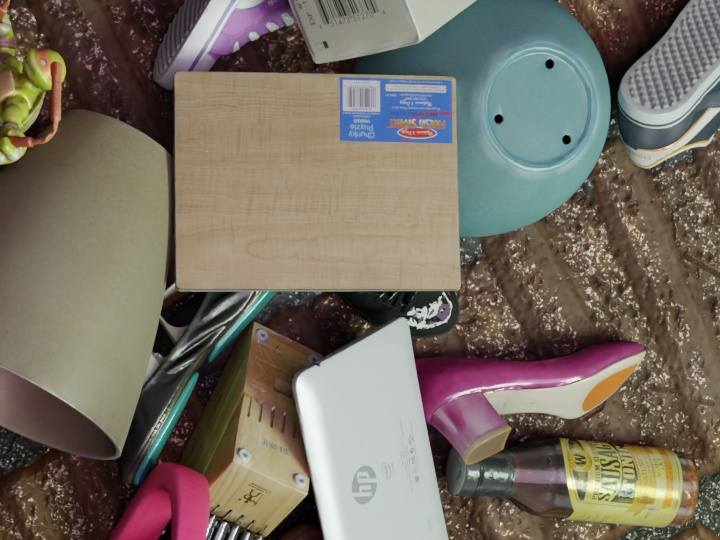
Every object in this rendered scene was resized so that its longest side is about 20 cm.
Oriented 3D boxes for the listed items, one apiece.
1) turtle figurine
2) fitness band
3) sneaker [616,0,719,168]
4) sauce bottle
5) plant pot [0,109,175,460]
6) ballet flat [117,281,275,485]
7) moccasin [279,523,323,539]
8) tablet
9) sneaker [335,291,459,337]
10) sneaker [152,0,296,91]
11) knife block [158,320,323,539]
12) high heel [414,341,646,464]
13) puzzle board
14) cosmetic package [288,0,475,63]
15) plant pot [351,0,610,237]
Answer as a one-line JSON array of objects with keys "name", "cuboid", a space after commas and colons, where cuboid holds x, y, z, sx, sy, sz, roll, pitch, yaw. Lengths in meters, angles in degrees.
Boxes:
[{"name": "turtle figurine", "cuboid": [-0.258, -0.110, 1.368, 0.161, 0.201, 0.064, -33, 132, 11]}, {"name": "fitness band", "cuboid": [-0.161, 0.224, 1.400, 0.037, 0.144, 0.200, 23, 122, -17]}, {"name": "sneaker", "cuboid": [0.268, -0.157, 1.570, 0.200, 0.078, 0.080, -38, 150, -26]}, {"name": "sauce bottle", "cuboid": [0.165, 0.164, 1.566, 0.199, 0.066, 0.067, 5, 93, -21]}, {"name": "plant pot", "cuboid": [-0.205, -0.001, 1.377, 0.187, 0.187, 0.201, 32, 70, -19]}, {"name": "ballet flat", "cuboid": [-0.133, 0.059, 1.457, 0.068, 0.068, 0.200, 34, 73, 3]}, {"name": "moccasin", "cuboid": [0.005, 0.274, 1.513, 0.073, 0.078, 0.202, -35, 105, -17]}, {"name": "tablet", "cuboid": [0.011, 0.147, 1.467, 0.130, 0.014, 0.201, -27, 111, -45]}, {"name": "sneaker", "cuboid": [0.002, -0.003, 1.473, 0.199, 0.104, 0.060, 31, 85, -19]}, {"name": "sneaker", "cuboid": [-0.057, -0.190, 1.455, 0.114, 0.073, 0.201, 40, 82, -21]}, {"name": "knife block", "cuboid": [-0.104, 0.161, 1.484, 0.064, 0.176, 0.201, 27, 41, -20]}, {"name": "high heel", "cuboid": [0.127, 0.076, 1.561, 0.199, 0.068, 0.096, -25, 62, -26]}, {"name": "puzzle board", "cuboid": [-0.030, -0.061, 1.393, 0.199, 0.017, 0.152, 0, 83, -9]}, {"name": "cosmetic package", "cuboid": [0.042, -0.229, 1.420, 0.200, 0.103, 0.088, -40, 114, -46]}, {"name": "plant pot", "cuboid": [0.106, -0.121, 1.483, 0.199, 0.135, 0.202, -2, 96, -19]}]
